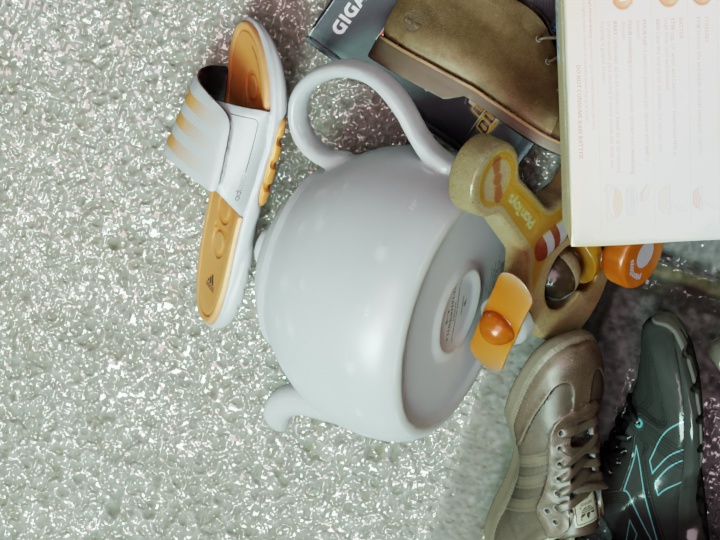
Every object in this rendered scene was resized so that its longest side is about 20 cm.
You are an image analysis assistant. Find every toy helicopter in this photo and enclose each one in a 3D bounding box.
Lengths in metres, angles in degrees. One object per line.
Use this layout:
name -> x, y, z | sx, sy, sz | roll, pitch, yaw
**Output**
toy helicopter -> 0.097, -0.015, 1.256 | 0.079, 0.200, 0.133 | 27, 80, 35

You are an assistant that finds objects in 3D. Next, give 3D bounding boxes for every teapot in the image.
teapot -> 0.000, 0.000, 1.298 | 0.145, 0.197, 0.201 | 20, 76, 23

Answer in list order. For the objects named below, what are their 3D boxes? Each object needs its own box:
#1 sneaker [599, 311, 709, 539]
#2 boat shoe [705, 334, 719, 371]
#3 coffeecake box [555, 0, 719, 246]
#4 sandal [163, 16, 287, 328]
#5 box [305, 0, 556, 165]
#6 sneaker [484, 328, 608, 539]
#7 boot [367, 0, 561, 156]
sneaker -> 0.188, 0.126, 1.357 | 0.079, 0.075, 0.201 | -2, 105, 9
boat shoe -> 0.292, 0.121, 1.347 | 0.060, 0.072, 0.202 | -26, 95, 15
coffeecake box -> 0.212, -0.100, 1.168 | 0.199, 0.073, 0.154 | -3, 104, 2
sandal -> -0.095, -0.059, 1.328 | 0.059, 0.079, 0.208 | 2, 110, -26
box -> 0.086, -0.182, 1.296 | 0.159, 0.046, 0.200 | 35, 107, -4
sneaker -> 0.135, 0.128, 1.336 | 0.070, 0.076, 0.201 | -20, 138, -29
boot -> 0.109, -0.117, 1.256 | 0.199, 0.074, 0.076 | 28, 97, -1
